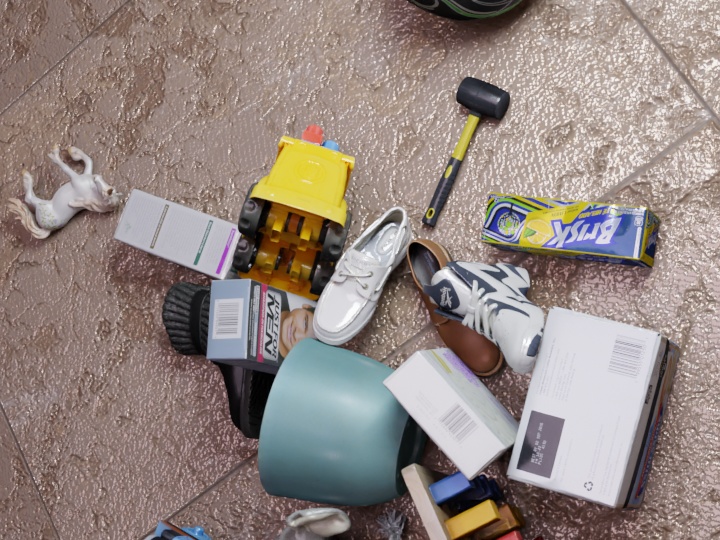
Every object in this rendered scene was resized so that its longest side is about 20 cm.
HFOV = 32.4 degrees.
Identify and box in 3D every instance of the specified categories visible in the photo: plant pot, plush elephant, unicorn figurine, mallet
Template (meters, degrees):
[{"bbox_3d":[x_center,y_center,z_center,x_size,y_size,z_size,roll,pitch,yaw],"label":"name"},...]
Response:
[{"bbox_3d":[-0.010,0.195,1.508,0.161,0.201,0.201,11,84,17],"label":"plant pot"},{"bbox_3d":[-0.041,0.362,1.500,0.155,0.165,0.200,15,60,5],"label":"plush elephant"},{"bbox_3d":[-0.433,-0.118,1.847,0.200,0.074,0.137,-41,74,29],"label":"unicorn figurine"},{"bbox_3d":[0.135,-0.148,1.595,0.066,0.041,0.200,18,92,25],"label":"mallet"}]

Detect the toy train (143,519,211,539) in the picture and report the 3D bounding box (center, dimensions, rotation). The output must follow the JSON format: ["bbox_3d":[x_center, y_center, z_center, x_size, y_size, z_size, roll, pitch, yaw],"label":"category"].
[{"bbox_3d":[-0.201,0.392,1.597,0.200,0.114,0.087,23,90,27],"label":"toy train"}]

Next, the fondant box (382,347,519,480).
[{"bbox_3d":[0.113,0.160,1.430,0.058,0.200,0.144,-44,79,8],"label":"fondant box"}]

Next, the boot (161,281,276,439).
[{"bbox_3d":[-0.189,0.119,1.667,0.158,0.079,0.211,-2,85,30],"label":"boot"}]

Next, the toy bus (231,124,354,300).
[{"bbox_3d":[-0.078,-0.086,1.622,0.136,0.200,0.192,16,55,-2],"label":"toy bus"}]

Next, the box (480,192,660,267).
[{"bbox_3d":[0.253,-0.049,1.494,0.200,0.070,0.064,7,85,27],"label":"box"}]

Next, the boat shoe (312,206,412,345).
[{"bbox_3d":[0.000,0.000,1.539,0.071,0.069,0.200,24,63,14],"label":"boat shoe"}]

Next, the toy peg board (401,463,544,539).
[{"bbox_3d":[0.155,0.304,1.400,0.098,0.200,0.199,-28,68,11],"label":"toy peg board"}]

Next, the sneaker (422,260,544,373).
[{"bbox_3d":[0.138,0.047,1.449,0.129,0.199,0.080,10,124,-7],"label":"sneaker"}]

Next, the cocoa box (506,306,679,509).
[{"bbox_3d":[0.268,0.159,1.409,0.133,0.131,0.200,13,85,27],"label":"cocoa box"}]

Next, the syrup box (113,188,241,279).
[{"bbox_3d":[-0.235,-0.043,1.724,0.200,0.079,0.082,21,88,27],"label":"syrup box"}]

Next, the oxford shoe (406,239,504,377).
[{"bbox_3d":[0.110,0.046,1.545,0.071,0.071,0.200,-37,68,13],"label":"oxford shoe"}]

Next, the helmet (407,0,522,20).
[{"bbox_3d":[0.141,-0.408,1.557,0.200,0.191,0.200,-3,86,60],"label":"helmet"}]

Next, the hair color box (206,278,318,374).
[{"bbox_3d":[-0.115,0.077,1.572,0.061,0.200,0.099,-2,78,26],"label":"hair color box"}]
